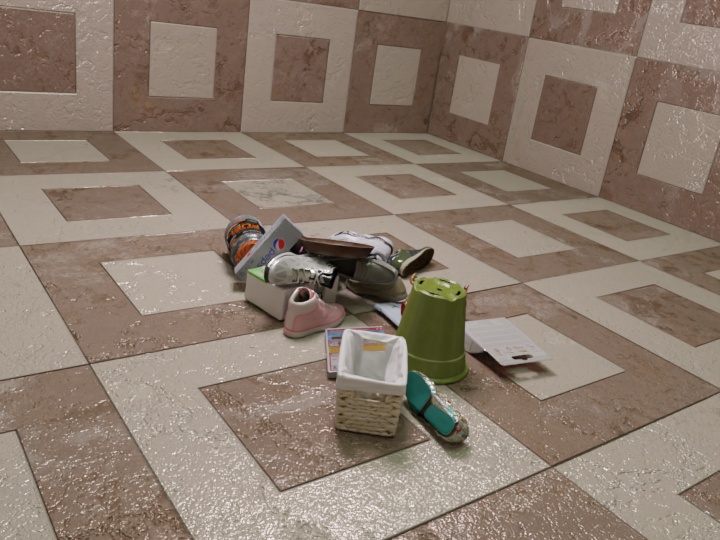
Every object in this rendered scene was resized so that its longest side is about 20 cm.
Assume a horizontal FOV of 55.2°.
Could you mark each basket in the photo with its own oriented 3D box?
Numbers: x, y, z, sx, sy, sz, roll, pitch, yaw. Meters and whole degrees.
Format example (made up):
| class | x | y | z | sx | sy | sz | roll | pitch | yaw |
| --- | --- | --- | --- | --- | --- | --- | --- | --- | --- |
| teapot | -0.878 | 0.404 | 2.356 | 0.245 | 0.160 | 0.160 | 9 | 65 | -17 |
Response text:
| class | x | y | z | sx | sy | sz | roll | pitch | yaw |
| --- | --- | --- | --- | --- | --- | --- | --- | --- | --- |
| basket | 0.018 | 0.219 | 1.357 | 0.134 | 0.125 | 0.200 | 8 | 21 | 0 |

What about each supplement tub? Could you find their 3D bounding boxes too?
| class | x | y | z | sx | sy | sz | roll | pitch | yaw |
| --- | --- | --- | --- | --- | --- | --- | --- | --- | --- |
| supplement tub | -0.314 | -0.069 | 1.940 | 0.121 | 0.124 | 0.200 | 1 | 23 | -19 |

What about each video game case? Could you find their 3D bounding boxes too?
| class | x | y | z | sx | sy | sz | roll | pitch | yaw |
| --- | --- | --- | --- | --- | --- | --- | --- | --- | --- |
| video game case | -0.007 | 0.181 | 1.557 | 0.141 | 0.018 | 0.200 | -2 | 23 | -4 |

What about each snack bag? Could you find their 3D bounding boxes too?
| class | x | y | z | sx | sy | sz | roll | pitch | yaw |
| --- | --- | --- | --- | --- | --- | --- | --- | --- | --- |
| snack bag | 0.158 | 0.124 | 1.785 | 0.198 | 0.022 | 0.188 | -3 | 24 | -29 |

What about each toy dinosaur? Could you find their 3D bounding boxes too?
| class | x | y | z | sx | sy | sz | roll | pitch | yaw |
| --- | --- | --- | --- | --- | --- | --- | --- | --- | --- |
| toy dinosaur | 0.167 | 0.055 | 1.854 | 0.198 | 0.061 | 0.106 | -6 | 26 | -34 |

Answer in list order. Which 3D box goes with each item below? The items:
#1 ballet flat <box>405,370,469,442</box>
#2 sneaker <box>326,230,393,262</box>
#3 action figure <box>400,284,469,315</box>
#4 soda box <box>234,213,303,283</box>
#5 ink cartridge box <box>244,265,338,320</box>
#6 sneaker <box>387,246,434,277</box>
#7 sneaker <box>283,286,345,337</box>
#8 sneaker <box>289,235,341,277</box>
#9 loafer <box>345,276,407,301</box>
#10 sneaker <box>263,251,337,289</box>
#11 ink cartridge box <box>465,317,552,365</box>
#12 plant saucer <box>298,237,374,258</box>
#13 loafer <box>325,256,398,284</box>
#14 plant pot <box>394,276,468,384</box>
| class | x | y | z | sx | sy | sz | roll | pitch | yaw |
| --- | --- | --- | --- | --- | --- | --- | --- | --- | --- |
| ballet flat | 0.149 | 0.276 | 1.368 | 0.064 | 0.076 | 0.200 | 32 | 11 | -36 |
| sneaker | -0.012 | -0.051 | 1.893 | 0.197 | 0.076 | 0.115 | 5 | 28 | 9 |
| action figure | 0.204 | 0.073 | 1.777 | 0.198 | 0.100 | 0.065 | -3 | 24 | -34 |
| soda box | -0.243 | -0.050 | 1.816 | 0.068 | 0.200 | 0.063 | 41 | 3 | -20 |
| ink cartridge box | -0.175 | 0.043 | 1.769 | 0.145 | 0.085 | 0.199 | 26 | 26 | 35 |
| sneaker | 0.148 | -0.043 | 2.128 | 0.089 | 0.068 | 0.200 | 26 | 30 | 25 |
| sneaker | -0.104 | 0.086 | 1.665 | 0.075 | 0.106 | 0.199 | 20 | 24 | 35 |
| sneaker | -0.120 | -0.043 | 1.885 | 0.200 | 0.071 | 0.099 | 40 | -19 | -28 |
| loafer | 0.045 | 0.031 | 1.887 | 0.198 | 0.069 | 0.075 | 12 | 20 | 33 |
| sneaker | -0.131 | 0.003 | 1.658 | 0.114 | 0.077 | 0.199 | 20 | 21 | 37 |
| ink cartridge box | 0.342 | 0.187 | 1.677 | 0.159 | 0.051 | 0.200 | -3 | 29 | -27 |
| plant saucer | -0.063 | -0.057 | 1.765 | 0.197 | 0.035 | 0.200 | 8 | 5 | -1 |
| loafer | 0.000 | 0.000 | 1.804 | 0.197 | 0.071 | 0.070 | 10 | 11 | 11 |
| plant pot | 0.164 | 0.123 | 1.560 | 0.197 | 0.192 | 0.200 | 7 | 22 | -3 |
